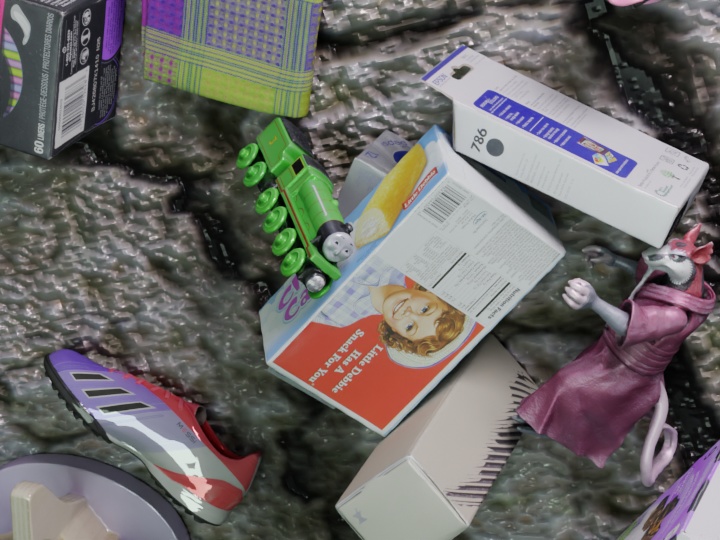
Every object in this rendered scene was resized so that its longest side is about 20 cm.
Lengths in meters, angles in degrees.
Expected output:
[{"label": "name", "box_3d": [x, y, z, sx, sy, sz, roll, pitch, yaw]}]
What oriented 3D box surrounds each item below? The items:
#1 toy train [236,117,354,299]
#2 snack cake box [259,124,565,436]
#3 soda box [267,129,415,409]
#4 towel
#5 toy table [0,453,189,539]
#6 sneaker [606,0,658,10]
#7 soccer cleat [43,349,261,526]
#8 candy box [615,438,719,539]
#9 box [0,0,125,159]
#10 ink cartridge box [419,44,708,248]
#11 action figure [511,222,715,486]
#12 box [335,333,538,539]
[{"label": "toy train", "box_3d": [-0.044, -0.049, 1.487, 0.056, 0.200, 0.042, -44, 122, 11]}, {"label": "snack cake box", "box_3d": [0.035, 0.010, 1.469, 0.115, 0.067, 0.200, 32, 115, -27]}, {"label": "soda box", "box_3d": [0.000, 0.000, 1.551, 0.063, 0.068, 0.201, 28, 120, 9]}, {"label": "towel", "box_3d": [-0.091, -0.210, 1.503, 0.142, 0.023, 0.201, 16, 129, 11]}, {"label": "toy table", "box_3d": [-0.256, 0.240, 1.740, 0.198, 0.117, 0.185, -2, 111, 23]}, {"label": "sneaker", "box_3d": [0.211, -0.250, 1.336, 0.079, 0.095, 0.201, 32, 119, 10]}, {"label": "soccer cleat", "box_3d": [-0.170, 0.120, 1.689, 0.200, 0.068, 0.073, 40, 98, 8]}, {"label": "candy box", "box_3d": [0.214, 0.230, 1.498, 0.071, 0.168, 0.200, 42, 121, 2]}, {"label": "box", "box_3d": [-0.291, -0.180, 1.580, 0.198, 0.106, 0.123, 17, 117, 17]}, {"label": "ink cartridge box", "box_3d": [0.137, -0.088, 1.435, 0.199, 0.099, 0.039, 28, 119, 11]}, {"label": "action figure", "box_3d": [0.196, 0.055, 1.451, 0.149, 0.134, 0.200, 38, 124, 3]}, {"label": "box", "box_3d": [0.061, 0.129, 1.502, 0.082, 0.200, 0.068, -38, 97, 32]}]
